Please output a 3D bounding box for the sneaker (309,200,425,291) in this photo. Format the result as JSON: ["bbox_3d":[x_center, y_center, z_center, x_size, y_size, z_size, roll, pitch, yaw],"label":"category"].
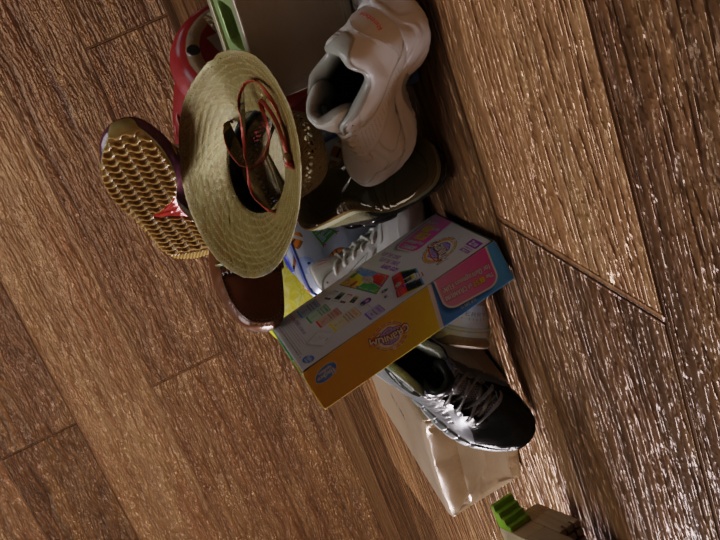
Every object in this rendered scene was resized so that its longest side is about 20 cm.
[{"bbox_3d":[0.000,0.000,1.073,0.098,0.202,0.078,23,-164,-6],"label":"sneaker"}]

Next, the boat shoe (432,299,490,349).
[{"bbox_3d":[0.085,0.027,1.023,0.200,0.071,0.066,-141,56,-78],"label":"boat shoe"}]

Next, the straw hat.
[{"bbox_3d":[-0.075,-0.097,0.905,0.200,0.084,0.204,21,118,46],"label":"straw hat"}]

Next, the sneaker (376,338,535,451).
[{"bbox_3d":[0.087,0.116,0.963,0.199,0.076,0.115,31,176,-6],"label":"sneaker"}]

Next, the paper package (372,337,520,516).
[{"bbox_3d":[0.087,0.140,1.172,0.200,0.102,0.192,55,166,47],"label":"paper package"}]

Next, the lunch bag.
[{"bbox_3d":[-0.033,-0.077,1.105,0.076,0.159,0.202,52,165,52],"label":"lunch bag"}]

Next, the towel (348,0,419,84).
[{"bbox_3d":[-0.006,-0.248,0.937,0.200,0.024,0.148,-139,28,-65],"label":"towel"}]

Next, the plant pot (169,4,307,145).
[{"bbox_3d":[-0.130,-0.211,1.235,0.202,0.198,0.183,60,161,27],"label":"plant pot"}]

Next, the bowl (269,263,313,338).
[{"bbox_3d":[-0.015,0.021,1.247,0.107,0.200,0.202,31,150,40],"label":"bowl"}]

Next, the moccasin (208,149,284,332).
[{"bbox_3d":[-0.106,-0.039,0.987,0.078,0.073,0.204,123,145,-59],"label":"moccasin"}]

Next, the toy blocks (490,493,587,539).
[{"bbox_3d":[0.213,0.316,0.988,0.202,0.099,0.136,67,160,-9],"label":"toy blocks"}]

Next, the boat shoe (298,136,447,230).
[{"bbox_3d":[0.016,-0.083,0.986,0.199,0.064,0.074,-11,83,49],"label":"boat shoe"}]

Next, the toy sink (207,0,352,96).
[{"bbox_3d":[-0.090,-0.275,0.934,0.130,0.111,0.202,47,156,58],"label":"toy sink"}]

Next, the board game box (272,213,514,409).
[{"bbox_3d":[0.023,0.030,0.930,0.041,0.199,0.153,58,174,-18],"label":"board game box"}]

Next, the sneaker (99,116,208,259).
[{"bbox_3d":[-0.197,-0.096,1.007,0.201,0.074,0.091,70,-169,-55],"label":"sneaker"}]

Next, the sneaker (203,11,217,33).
[{"bbox_3d":[-0.071,-0.267,1.107,0.199,0.090,0.067,29,173,20],"label":"sneaker"}]

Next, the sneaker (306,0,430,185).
[{"bbox_3d":[-0.007,-0.135,0.841,0.078,0.099,0.201,40,151,24],"label":"sneaker"}]
